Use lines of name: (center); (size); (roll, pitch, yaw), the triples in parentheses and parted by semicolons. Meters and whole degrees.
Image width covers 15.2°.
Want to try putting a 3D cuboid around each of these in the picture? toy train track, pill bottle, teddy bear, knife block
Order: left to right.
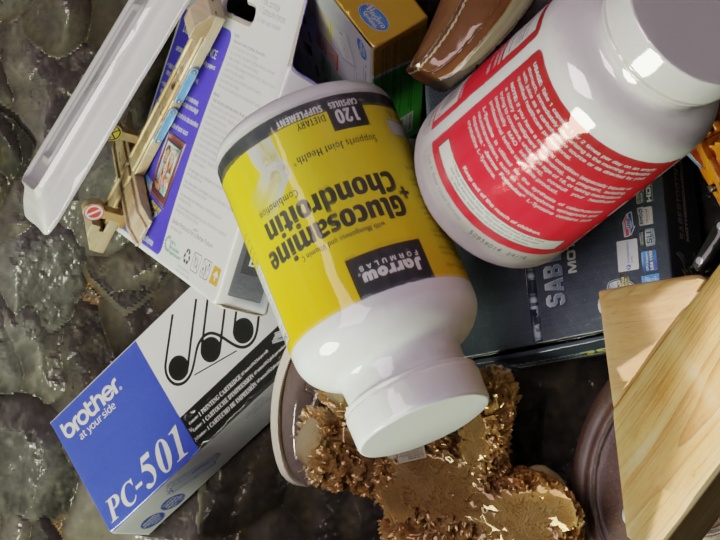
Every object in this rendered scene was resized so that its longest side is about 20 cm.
toy train track: (-0.143, -0.095, 1.744); (0.200, 0.032, 0.115); (-59, 30, 31)
pill bottle: (0.000, 0.000, 1.548); (0.112, 0.112, 0.200); (-32, 70, 26)
teddy bear: (0.049, 0.116, 1.617); (0.200, 0.067, 0.145); (12, 107, 23)
pill bottle: (0.125, -0.091, 1.484); (0.200, 0.112, 0.112); (-40, 64, 48)
knife block: (0.223, 0.047, 1.450); (0.175, 0.064, 0.200); (-9, 84, 29)

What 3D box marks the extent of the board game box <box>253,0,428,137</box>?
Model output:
board game box: (-0.033, -0.184, 1.669); (0.040, 0.153, 0.200); (-32, 71, -14)

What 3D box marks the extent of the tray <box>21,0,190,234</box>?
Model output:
tray: (-0.166, -0.118, 1.750); (0.200, 0.022, 0.107); (-59, 17, -1)

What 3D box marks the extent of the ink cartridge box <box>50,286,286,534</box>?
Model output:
ink cartridge box: (-0.107, 0.076, 1.763); (0.200, 0.044, 0.094); (-43, 64, 22)

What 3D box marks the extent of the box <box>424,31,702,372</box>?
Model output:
box: (0.121, -0.046, 1.616); (0.158, 0.051, 0.200); (-12, 73, 32)

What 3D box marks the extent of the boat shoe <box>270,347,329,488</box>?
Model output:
boat shoe: (-0.001, 0.047, 1.674); (0.059, 0.072, 0.200); (24, 101, 45)

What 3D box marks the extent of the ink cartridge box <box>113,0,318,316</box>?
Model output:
ink cartridge box: (-0.083, -0.093, 1.711); (0.198, 0.043, 0.200); (33, 108, 62)

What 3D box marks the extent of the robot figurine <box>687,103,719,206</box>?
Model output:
robot figurine: (0.208, -0.147, 1.548); (0.145, 0.058, 0.200); (-24, 77, -7)

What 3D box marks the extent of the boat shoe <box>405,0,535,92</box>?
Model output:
boat shoe: (0.079, -0.199, 1.566); (0.074, 0.076, 0.200); (34, 79, -11)

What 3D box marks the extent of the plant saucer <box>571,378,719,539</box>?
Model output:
plant saucer: (0.205, 0.127, 1.569); (0.200, 0.032, 0.200); (-4, 83, 32)
